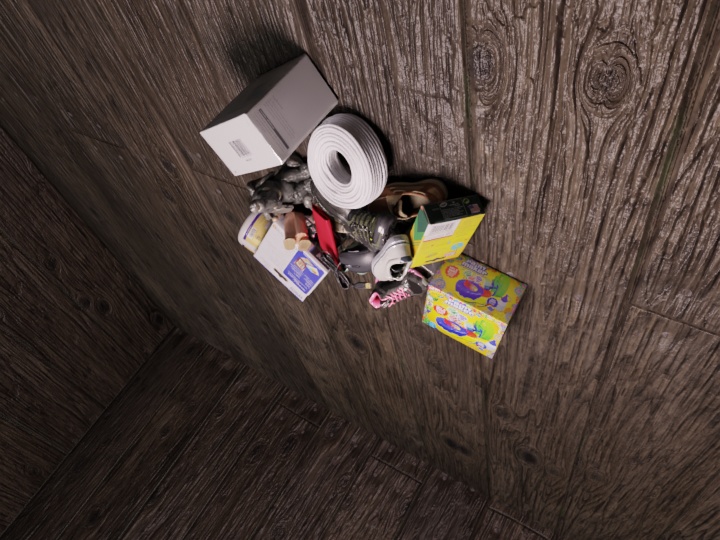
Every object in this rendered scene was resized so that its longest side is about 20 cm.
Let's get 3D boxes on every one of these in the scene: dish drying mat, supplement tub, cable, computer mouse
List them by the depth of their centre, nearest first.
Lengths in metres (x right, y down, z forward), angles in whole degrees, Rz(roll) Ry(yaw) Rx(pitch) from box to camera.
[{"bbox_3d":[-0.032,-0.231,1.232,0.199,0.069,0.202,14,128,44],"label":"cable"},{"bbox_3d":[0.000,0.000,1.424,0.199,0.046,0.141,-10,128,34],"label":"computer mouse"},{"bbox_3d":[-0.085,-0.079,1.471,0.077,0.018,0.201,40,157,34],"label":"dish drying mat"},{"bbox_3d":[-0.244,-0.089,1.697,0.199,0.146,0.146,34,155,1],"label":"supplement tub"}]

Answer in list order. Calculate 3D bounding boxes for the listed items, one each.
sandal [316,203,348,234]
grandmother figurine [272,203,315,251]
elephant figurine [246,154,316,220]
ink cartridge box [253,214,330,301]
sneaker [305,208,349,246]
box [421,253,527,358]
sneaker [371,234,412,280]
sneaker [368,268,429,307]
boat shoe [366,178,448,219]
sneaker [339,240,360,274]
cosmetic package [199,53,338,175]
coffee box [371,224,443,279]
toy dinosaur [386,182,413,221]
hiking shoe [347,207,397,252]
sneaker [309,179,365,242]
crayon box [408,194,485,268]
[{"bbox_3d":[-0.027,-0.133,1.460,0.198,0.054,0.081,20,109,8],"label":"sandal"},{"bbox_3d":[-0.167,-0.142,1.488,0.120,0.201,0.061,10,138,-28],"label":"grandmother figurine"},{"bbox_3d":[-0.213,-0.190,1.404,0.142,0.199,0.156,47,153,22],"label":"elephant figurine"},{"bbox_3d":[-0.187,-0.030,1.580,0.198,0.047,0.200,43,145,-1],"label":"ink cartridge box"},{"bbox_3d":[-0.122,-0.127,1.552,0.199,0.087,0.081,27,152,19],"label":"sneaker"},{"bbox_3d":[0.269,0.081,1.389,0.199,0.122,0.193,27,152,17],"label":"box"},{"bbox_3d":[0.069,-0.008,1.301,0.072,0.071,0.200,-6,159,-10],"label":"sneaker"},{"bbox_3d":[0.090,0.054,1.405,0.079,0.096,0.199,46,151,-19],"label":"sneaker"},{"bbox_3d":[0.089,-0.146,1.231,0.199,0.072,0.076,-11,118,40],"label":"boat shoe"},{"bbox_3d":[-0.019,-0.029,1.541,0.074,0.118,0.201,47,154,14],"label":"sneaker"},{"bbox_3d":[-0.188,-0.315,1.179,0.198,0.200,0.123,0,136,50],"label":"cosmetic package"},{"bbox_3d":[0.120,-0.019,1.446,0.114,0.080,0.200,36,155,-2],"label":"coffee box"},{"bbox_3d":[0.039,-0.180,1.314,0.200,0.048,0.088,42,139,-11],"label":"toy dinosaur"},{"bbox_3d":[0.015,-0.094,1.250,0.100,0.076,0.200,31,167,-4],"label":"hiking shoe"},{"bbox_3d":[-0.038,-0.158,1.386,0.200,0.091,0.076,41,-173,-21],"label":"sneaker"},{"bbox_3d":[0.173,-0.080,1.228,0.200,0.126,0.051,107,148,-63],"label":"crayon box"}]
